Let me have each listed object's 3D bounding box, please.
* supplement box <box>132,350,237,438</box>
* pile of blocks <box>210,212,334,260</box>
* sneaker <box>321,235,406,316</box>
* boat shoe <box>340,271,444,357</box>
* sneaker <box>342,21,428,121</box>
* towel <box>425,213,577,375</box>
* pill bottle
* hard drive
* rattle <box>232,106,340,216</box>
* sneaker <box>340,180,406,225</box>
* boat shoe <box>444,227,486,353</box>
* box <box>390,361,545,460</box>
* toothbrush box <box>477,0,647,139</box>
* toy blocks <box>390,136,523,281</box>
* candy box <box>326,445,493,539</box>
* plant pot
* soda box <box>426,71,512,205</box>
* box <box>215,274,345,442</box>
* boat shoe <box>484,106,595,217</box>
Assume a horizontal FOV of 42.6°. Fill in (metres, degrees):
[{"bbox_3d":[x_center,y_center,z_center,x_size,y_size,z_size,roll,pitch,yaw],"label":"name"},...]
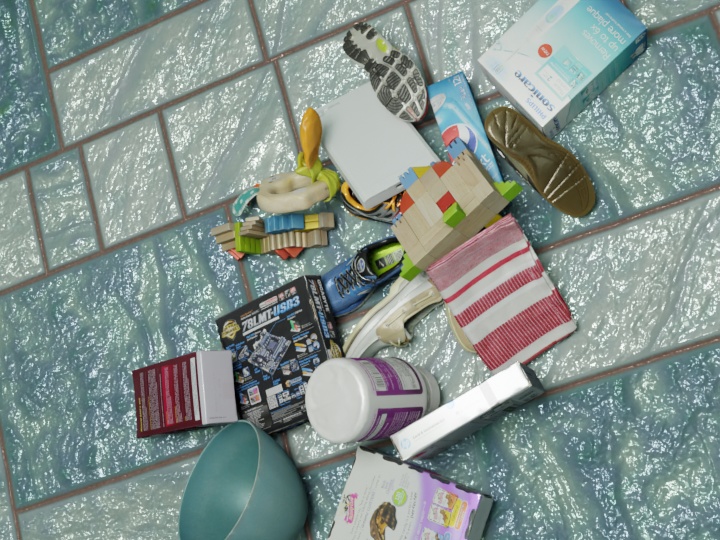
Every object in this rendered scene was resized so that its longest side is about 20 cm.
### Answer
[{"bbox_3d":[-0.272,0.191,1.411,0.199,0.060,0.111,-17,75,44],"label":"supplement box"},{"bbox_3d":[-0.137,-0.047,1.437,0.197,0.082,0.063,-9,79,16],"label":"pile of blocks"},{"bbox_3d":[0.000,0.000,1.383,0.199,0.089,0.079,-33,73,10],"label":"sneaker"},{"bbox_3d":[0.047,0.081,1.364,0.068,0.075,0.201,42,100,16],"label":"boat shoe"},{"bbox_3d":[0.053,-0.302,1.412,0.077,0.085,0.201,-42,61,19],"label":"sneaker"},{"bbox_3d":[0.200,0.041,1.289,0.143,0.023,0.201,-33,105,3],"label":"towel"},{"bbox_3d":[0.024,0.177,1.283,0.111,0.199,0.114,-4,83,37],"label":"pill bottle"},{"bbox_3d":[0.016,-0.194,1.393,0.131,0.026,0.201,-28,57,-8],"label":"hard drive"},{"bbox_3d":[-0.134,-0.158,1.399,0.199,0.144,0.130,13,52,46],"label":"rattle"},{"bbox_3d":[0.059,-0.101,1.387,0.197,0.077,0.080,5,81,17],"label":"sneaker"},{"bbox_3d":[0.164,0.017,1.326,0.071,0.065,0.203,1,82,-22],"label":"boat shoe"},{"bbox_3d":[0.152,0.197,1.271,0.199,0.156,0.041,-34,72,11],"label":"box"},{"bbox_3d":[0.293,-0.314,1.341,0.200,0.085,0.147,-42,72,9],"label":"toothbrush box"},{"bbox_3d":[0.110,-0.099,1.295,0.200,0.100,0.137,-44,54,17],"label":"toy blocks"},{"bbox_3d":[0.064,0.361,1.299,0.198,0.071,0.170,17,83,27],"label":"candy box"},{"bbox_3d":[-0.155,0.338,1.344,0.199,0.134,0.202,-37,36,33],"label":"plant pot"},{"bbox_3d":[0.161,-0.186,1.372,0.063,0.068,0.203,-21,76,13],"label":"soda box"},{"bbox_3d":[-0.117,0.134,1.393,0.199,0.049,0.201,-26,73,31],"label":"box"},{"bbox_3d":[0.260,-0.159,1.339,0.073,0.065,0.200,-43,91,8],"label":"boat shoe"}]
